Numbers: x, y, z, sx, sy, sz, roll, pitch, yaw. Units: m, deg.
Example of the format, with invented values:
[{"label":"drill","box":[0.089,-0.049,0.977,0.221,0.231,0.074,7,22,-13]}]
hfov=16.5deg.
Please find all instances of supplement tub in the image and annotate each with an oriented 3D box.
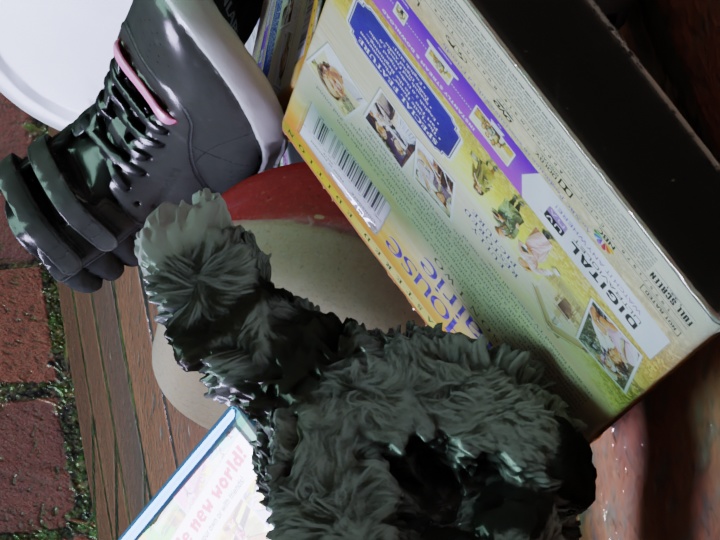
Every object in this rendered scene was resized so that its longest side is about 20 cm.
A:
[{"label":"supplement tub","box":[-0.085,-0.160,1.075,0.123,0.122,0.200,95,-166,-47]}]

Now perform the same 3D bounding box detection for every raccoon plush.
[{"label":"raccoon plush","box":[0.019,0.067,0.775,0.200,0.097,0.134,60,177,34]}]

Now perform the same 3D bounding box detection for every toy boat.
[{"label":"toy boat","box":[0.000,0.000,0.943,0.200,0.130,0.131,122,170,-74]}]

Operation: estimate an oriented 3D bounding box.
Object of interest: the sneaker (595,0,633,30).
[{"label":"sneaker","box":[0.020,-0.152,0.745,0.200,0.074,0.088,44,135,33]}]

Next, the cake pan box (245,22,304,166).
[{"label":"cake pan box","box":[-0.026,-0.041,1.185,0.184,0.052,0.200,96,164,-57]}]

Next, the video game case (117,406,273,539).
[{"label":"video game case","box":[-0.012,0.159,0.888,0.200,0.018,0.143,51,132,12]}]

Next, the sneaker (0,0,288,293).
[{"label":"sneaker","box":[-0.085,-0.045,0.912,0.071,0.099,0.200,58,170,14]}]

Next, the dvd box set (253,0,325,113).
[{"label":"dvd box set","box":[-0.006,-0.129,0.926,0.200,0.029,0.146,163,119,-80]}]

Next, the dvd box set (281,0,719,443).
[{"label":"dvd box set","box":[0.041,-0.024,0.710,0.146,0.029,0.200,53,164,8]}]
